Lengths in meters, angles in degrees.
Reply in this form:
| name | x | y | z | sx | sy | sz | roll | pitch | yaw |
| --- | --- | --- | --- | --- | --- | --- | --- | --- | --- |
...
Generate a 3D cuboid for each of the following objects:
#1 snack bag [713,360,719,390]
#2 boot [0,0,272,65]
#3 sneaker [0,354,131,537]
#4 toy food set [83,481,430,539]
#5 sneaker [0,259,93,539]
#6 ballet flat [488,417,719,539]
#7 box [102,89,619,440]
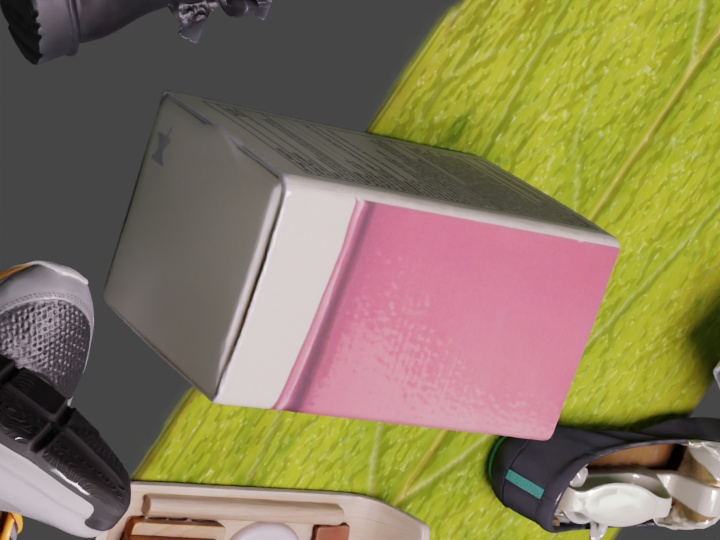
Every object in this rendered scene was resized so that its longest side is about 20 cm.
| name | x | y | z | sx | sy | sz | roll | pitch | yaw |
| --- | --- | --- | --- | --- | --- | --- | --- | --- | --- |
| snack bag | 0.281 | 0.071 | 1.291 | 0.189 | 0.021 | 0.201 | -47 | 131 | -30 |
| boot | -0.084 | -0.189 | 0.933 | 0.162 | 0.073 | 0.199 | -22 | 128 | -22 |
| sneaker | -0.203 | 0.084 | 0.942 | 0.200 | 0.076 | 0.116 | 30 | 103 | 1 |
| toy food set | -0.068 | 0.188 | 1.122 | 0.199 | 0.060 | 0.144 | 8 | 107 | -36 |
| sneaker | -0.175 | 0.090 | 0.998 | 0.078 | 0.077 | 0.201 | 26 | 94 | -37 |
| ballet flat | 0.164 | 0.122 | 1.242 | 0.199 | 0.073 | 0.074 | 3 | 109 | -35 |
| box | 0.000 | 0.000 | 1.039 | 0.199 | 0.128 | 0.110 | 9 | 107 | -35 |
